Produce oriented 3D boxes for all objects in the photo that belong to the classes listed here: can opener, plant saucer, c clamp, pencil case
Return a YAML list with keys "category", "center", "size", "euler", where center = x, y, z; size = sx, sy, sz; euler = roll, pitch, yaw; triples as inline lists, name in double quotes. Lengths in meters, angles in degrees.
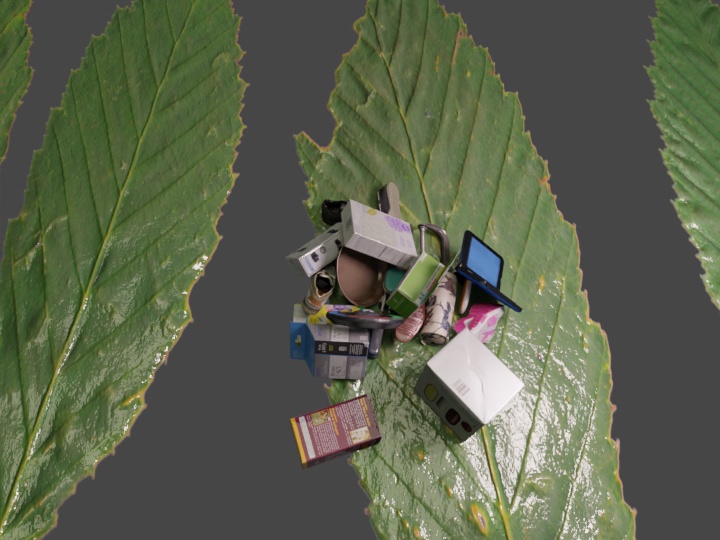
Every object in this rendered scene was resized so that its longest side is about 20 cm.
- category: "can opener"
  center: [0.067, 0.143, 1.494]
  size: [0.067, 0.053, 0.201]
  euler: [11, 62, 2]
- category: "plant saucer"
  center: [0.000, 0.000, 1.519]
  size: [0.200, 0.034, 0.201]
  euler: [5, 83, -43]
- category: "c clamp"
  center: [0.201, -0.063, 1.597]
  size: [0.170, 0.027, 0.201]
  euler: [24, 54, -23]
- category: "pencil case"
  center: [0.214, 0.106, 1.508]
  size: [0.078, 0.089, 0.201]
  euler: [27, 62, -27]

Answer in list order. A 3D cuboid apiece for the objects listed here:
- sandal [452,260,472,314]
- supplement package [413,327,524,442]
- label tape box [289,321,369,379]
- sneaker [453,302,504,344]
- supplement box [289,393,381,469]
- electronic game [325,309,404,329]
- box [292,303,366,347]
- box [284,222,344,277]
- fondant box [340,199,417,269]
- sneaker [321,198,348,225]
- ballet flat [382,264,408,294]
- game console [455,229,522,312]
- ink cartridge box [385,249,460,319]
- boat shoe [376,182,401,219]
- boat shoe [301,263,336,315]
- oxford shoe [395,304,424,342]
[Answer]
- category: "sandal"
  center: [0.291, 0.022, 1.566]
  size: [0.059, 0.079, 0.207]
  euler: [16, 63, 3]
- category: "supplement package"
  center: [0.258, 0.286, 1.349]
  size: [0.147, 0.200, 0.191]
  euler: [-36, 69, -21]
- category: "label tape box"
  center: [-0.083, 0.206, 1.388]
  size: [0.199, 0.145, 0.063]
  euler: [3, 40, -2]
- category: "sneaker"
  center: [0.330, 0.153, 1.504]
  size: [0.200, 0.089, 0.081]
  euler: [-30, 25, -36]
- category: "supplement box"
  center: [-0.061, 0.391, 1.327]
  size: [0.199, 0.086, 0.111]
  euler: [-15, 63, -13]
- category: "electronic game"
  center: [0.012, 0.119, 1.380]
  size: [0.199, 0.200, 0.042]
  euler: [5, 89, -3]
- category: "box"
  center: [-0.082, 0.151, 1.480]
  size: [0.199, 0.048, 0.118]
  euler: [2, 60, -2]
- category: "box"
  center: [-0.103, -0.063, 1.550]
  size: [0.200, 0.117, 0.060]
  euler: [-37, 108, -22]
- category: "fondant box"
  center: [0.049, -0.099, 1.495]
  size: [0.199, 0.058, 0.145]
  euler: [20, 39, -25]
- category: "sneaker"
  center: [-0.027, -0.163, 1.620]
  size: [0.199, 0.091, 0.076]
  euler: [9, 67, 10]
- category: "ballet flat"
  center: [0.110, 0.007, 1.559]
  size: [0.072, 0.072, 0.201]
  euler: [21, 51, 7]
- category: "game console"
  center: [0.365, 0.002, 1.504]
  size: [0.119, 0.200, 0.171]
  euler: [-57, 36, 4]
- category: "ink cartridge box"
  center: [0.158, 0.018, 1.399]
  size: [0.076, 0.200, 0.148]
  euler: [36, 60, 2]
- category: "boat shoe"
  center: [0.082, -0.172, 1.677]
  size: [0.063, 0.073, 0.201]
  euler: [-18, 61, 35]
- category: "boat shoe"
  center: [-0.099, 0.037, 1.492]
  size: [0.075, 0.068, 0.200]
  euler: [31, 35, -11]
- category: "oxford shoe"
  center: [0.137, 0.115, 1.505]
  size: [0.070, 0.075, 0.201]
  euler: [26, 60, -3]
